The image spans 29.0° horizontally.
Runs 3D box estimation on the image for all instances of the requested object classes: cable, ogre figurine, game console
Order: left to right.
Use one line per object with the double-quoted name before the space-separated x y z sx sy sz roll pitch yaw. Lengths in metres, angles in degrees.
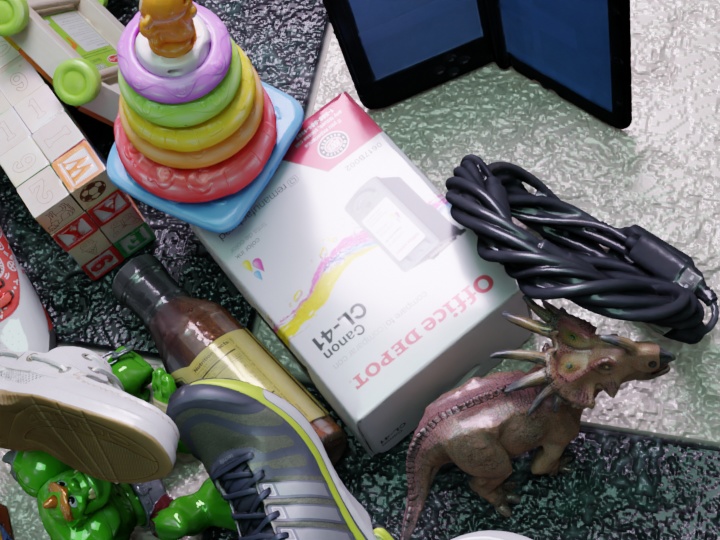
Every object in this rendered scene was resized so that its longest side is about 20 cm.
"ogre figurine" -0.150 0.149 0.916 0.120 0.098 0.200 -28 80 -20
"game console" 0.078 -0.151 0.931 0.172 0.200 0.119 -23 64 1
"cable" 0.126 -0.013 0.889 0.200 0.163 0.051 38 115 33

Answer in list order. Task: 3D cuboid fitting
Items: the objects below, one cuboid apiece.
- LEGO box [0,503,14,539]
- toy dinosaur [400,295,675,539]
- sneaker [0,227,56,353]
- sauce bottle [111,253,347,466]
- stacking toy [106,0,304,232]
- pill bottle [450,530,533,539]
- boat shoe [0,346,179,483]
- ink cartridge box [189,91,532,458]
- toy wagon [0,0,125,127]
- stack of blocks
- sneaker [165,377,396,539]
"LEGO box" -0.343 0.201 0.898 0.200 0.149 0.077 -19 66 4
"toy dinosaur" 0.088 0.088 0.867 0.200 0.136 0.086 -32 66 -2
"sneaker" -0.286 -0.012 0.997 0.067 0.108 0.202 -26 66 0
"sauce bottle" -0.095 0.066 0.953 0.066 0.066 0.200 -42 64 -8
"stacking toy" -0.110 -0.122 0.861 0.110 0.200 0.116 26 70 13
"pill bottle" 0.078 0.209 0.783 0.111 0.200 0.111 -4 67 9
"boat shoe" -0.181 0.078 0.873 0.200 0.071 0.069 9 44 36
"ink cartridge box" 0.000 0.000 0.948 0.148 0.086 0.200 -39 64 -7
"toy wagon" -0.188 -0.151 1.014 0.200 0.155 0.040 45 109 -2
"stack of blocks" -0.238 -0.101 1.021 0.059 0.115 0.200 -35 65 -5
"sneaker" -0.049 0.150 0.851 0.200 0.081 0.074 48 124 -5
